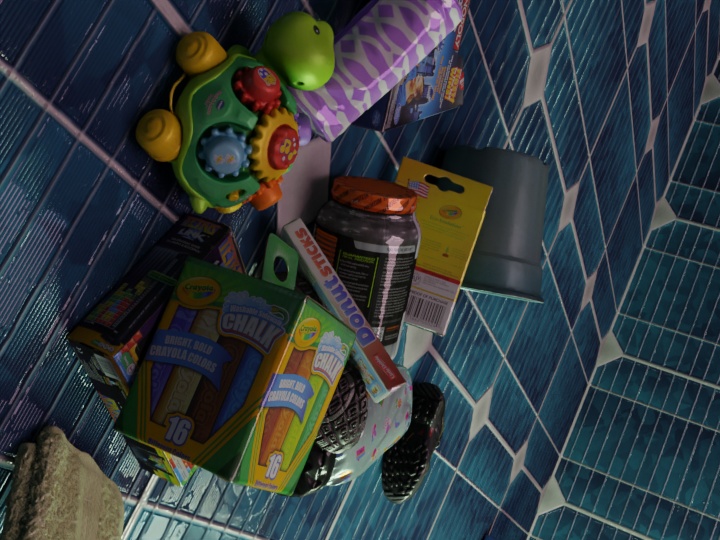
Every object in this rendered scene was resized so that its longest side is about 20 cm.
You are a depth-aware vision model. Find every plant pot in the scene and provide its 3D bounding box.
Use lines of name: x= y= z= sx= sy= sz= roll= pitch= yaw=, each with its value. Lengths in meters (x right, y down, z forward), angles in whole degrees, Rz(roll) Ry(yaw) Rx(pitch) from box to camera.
plant pot: x=0.177 y=-0.067 z=1.259 sx=0.200 sy=0.200 sz=0.196 roll=13 pitch=86 yaw=-64

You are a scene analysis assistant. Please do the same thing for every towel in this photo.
towel: x=-0.241 y=0.242 z=0.716 sx=0.148 sy=0.036 sz=0.200 roll=65 pitch=21 yaw=-52

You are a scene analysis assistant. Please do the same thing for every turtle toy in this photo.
turtle toy: x=-0.093 y=-0.136 z=0.765 sx=0.200 sy=0.101 sz=0.146 roll=-66 pitch=154 yaw=-11

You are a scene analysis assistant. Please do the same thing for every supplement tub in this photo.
supplement tub: x=0.000 y=0.000 z=1.014 sx=0.123 sy=0.122 sz=0.200 roll=-18 pitch=124 yaw=-59

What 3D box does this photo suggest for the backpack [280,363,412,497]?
backpack: x=-0.028 y=0.171 z=1.065 sx=0.200 sy=0.127 sz=0.167 roll=-25 pitch=128 yaw=-54

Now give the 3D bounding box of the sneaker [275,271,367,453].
sneaker: x=-0.052 y=0.096 z=0.938 sx=0.076 sy=0.091 sz=0.200 roll=-21 pitch=91 yaw=-12

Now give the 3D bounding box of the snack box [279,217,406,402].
snack box: x=-0.023 y=0.043 z=0.915 sx=0.024 sy=0.200 sz=0.072 roll=-30 pitch=171 yaw=-18

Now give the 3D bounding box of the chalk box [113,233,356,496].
chalk box: x=-0.092 y=0.071 z=0.754 sx=0.200 sy=0.124 sz=0.125 roll=-68 pitch=154 yaw=-9

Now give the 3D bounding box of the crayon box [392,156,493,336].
crayon box: x=0.079 y=-0.031 z=1.136 sx=0.051 sy=0.127 sz=0.200 roll=-159 pitch=-91 yaw=-87

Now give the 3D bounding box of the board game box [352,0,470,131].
board game box: x=0.067 y=-0.257 z=1.026 sx=0.200 sy=0.062 sz=0.200 roll=-8 pitch=113 yaw=-62

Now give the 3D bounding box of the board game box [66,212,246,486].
board game box: x=-0.164 y=0.075 z=0.821 sx=0.165 sy=0.057 sz=0.200 roll=-54 pitch=149 yaw=-35

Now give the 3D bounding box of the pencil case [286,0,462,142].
pencil case: x=0.009 y=-0.217 z=0.868 sx=0.200 sy=0.084 sz=0.086 roll=-46 pitch=125 yaw=-4

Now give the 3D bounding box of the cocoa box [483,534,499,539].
cocoa box: x=0.312 y=0.761 z=2.117 sx=0.200 sy=0.131 sz=0.133 roll=-38 pitch=139 yaw=-48

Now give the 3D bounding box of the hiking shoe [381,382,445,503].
hiking shoe: x=0.100 y=0.288 z=1.453 sx=0.101 sy=0.076 sz=0.200 roll=37 pitch=73 yaw=-59
